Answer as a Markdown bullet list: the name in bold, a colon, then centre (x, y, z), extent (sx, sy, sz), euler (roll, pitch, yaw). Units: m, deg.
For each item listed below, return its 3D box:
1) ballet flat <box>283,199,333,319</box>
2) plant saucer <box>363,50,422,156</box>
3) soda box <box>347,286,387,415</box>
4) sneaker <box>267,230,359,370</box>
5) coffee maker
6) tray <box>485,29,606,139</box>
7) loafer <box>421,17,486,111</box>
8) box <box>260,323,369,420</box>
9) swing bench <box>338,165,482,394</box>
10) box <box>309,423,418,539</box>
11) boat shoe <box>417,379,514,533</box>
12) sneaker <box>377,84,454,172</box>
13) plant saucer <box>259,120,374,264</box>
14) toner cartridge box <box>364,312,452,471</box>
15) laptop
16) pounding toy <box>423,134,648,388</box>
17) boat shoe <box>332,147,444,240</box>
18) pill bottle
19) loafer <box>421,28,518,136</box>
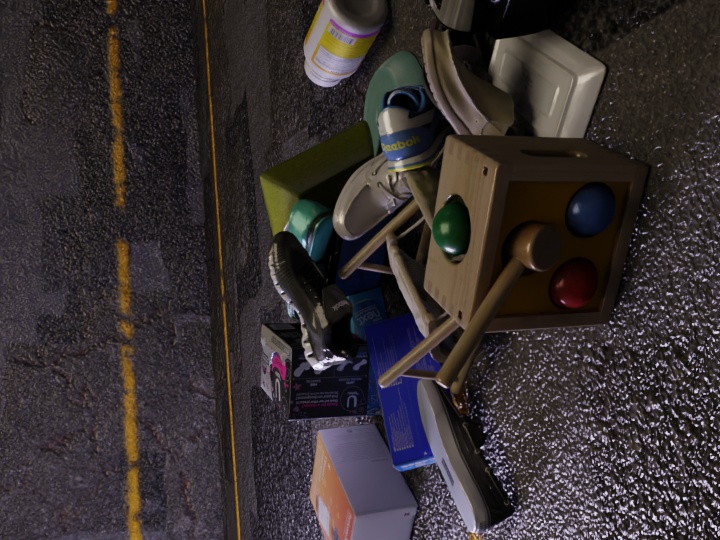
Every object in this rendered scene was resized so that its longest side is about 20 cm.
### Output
- **ballet flat**: centre (-0.084, -0.021, 1.111), extent (0.070, 0.067, 0.201), euler (40, 134, 28)
- **plant saucer**: centre (0.045, -0.234, 1.183), extent (0.200, 0.036, 0.202), euler (178, 90, -69)
- **soda box**: centre (0.013, 0.131, 1.261), extent (0.068, 0.064, 0.201), euler (126, 137, -59)
- **sneaker**: centre (-0.054, 0.038, 1.016), extent (0.090, 0.066, 0.201), euler (-8, 108, 44)
- **coffee maker**: centre (0.161, -0.314, 0.713), extent (0.200, 0.191, 0.136), euler (85, -162, -73)
- **tray**: centre (0.185, -0.202, 0.828), extent (0.200, 0.022, 0.108), euler (-119, 33, -51)
- **loafer**: centre (0.112, -0.256, 0.920), extent (0.201, 0.071, 0.063), euler (-94, 19, -44)
- **box**: centre (-0.078, 0.156, 1.229), extent (0.200, 0.131, 0.116), euler (-163, 74, -69)
- **swing bench**: centre (0.089, 0.010, 0.952), extent (0.201, 0.129, 0.200), euler (-58, 36, 35)
- **box**: centre (-0.002, 0.376, 1.263), extent (0.200, 0.106, 0.153), euler (-125, 38, -56)
- **boat shoe**: centre (0.130, 0.218, 0.953), extent (0.070, 0.066, 0.201), euler (95, 157, -51)
- **sneaker**: centre (0.073, -0.196, 0.946), extent (0.083, 0.074, 0.200), euler (64, -150, -24)
- **plant saucer**: centre (-0.040, -0.094, 1.166), extent (0.048, 0.199, 0.201), euler (34, 146, 40)
- **toner cartridge box**: centre (0.072, 0.161, 1.053), extent (0.043, 0.094, 0.201), euler (51, -156, -62)
- **laptop**: centre (0.000, 0.000, 1.148), extent (0.200, 0.102, 0.178), euler (-90, 9, -57)
- **pounding toy**: centre (0.143, -0.015, 0.703), extent (0.142, 0.199, 0.185), euler (-131, 43, -59)
- **boat shoe**: centre (0.043, -0.120, 1.027), extent (0.200, 0.071, 0.069), euler (-50, 32, -8)
- **pill bottle**: centre (-0.033, -0.388, 1.282), extent (0.200, 0.104, 0.105), euler (137, 128, -64)
- **loafer**: centre (0.126, -0.175, 0.821), extent (0.200, 0.068, 0.076), euler (55, -159, -32)
